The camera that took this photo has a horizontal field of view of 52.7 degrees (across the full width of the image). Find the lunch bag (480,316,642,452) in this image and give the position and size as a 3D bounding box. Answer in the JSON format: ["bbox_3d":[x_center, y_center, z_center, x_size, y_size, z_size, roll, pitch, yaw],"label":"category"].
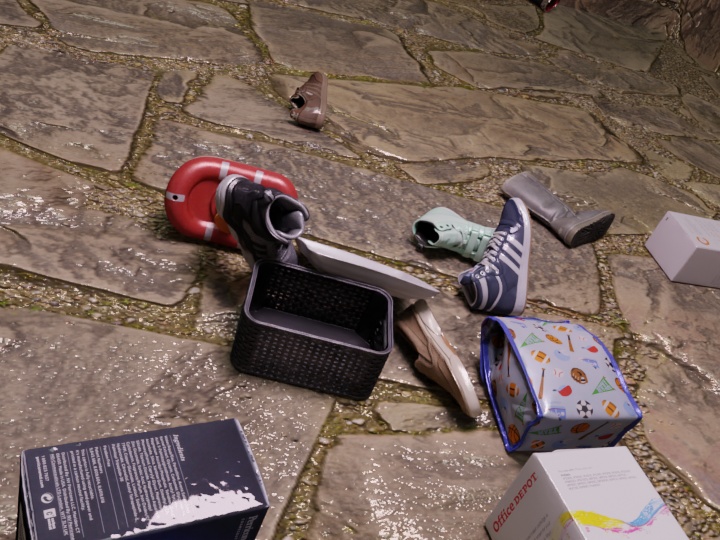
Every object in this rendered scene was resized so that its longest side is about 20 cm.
[{"bbox_3d":[0.272,0.154,1.044,0.169,0.124,0.200,5,46,-20],"label":"lunch bag"}]

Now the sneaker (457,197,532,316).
[{"bbox_3d":[0.224,-0.026,1.220,0.108,0.201,0.070,4,-4,-14],"label":"sneaker"}]

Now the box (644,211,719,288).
[{"bbox_3d":[0.740,-0.040,1.559,0.199,0.098,0.125,8,38,-20],"label":"box"}]

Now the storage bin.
[{"bbox_3d":[-0.064,0.079,0.988,0.199,0.094,0.135,15,37,-9],"label":"storage bin"}]

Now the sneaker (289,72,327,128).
[{"bbox_3d":[-0.114,-0.379,1.570,0.075,0.071,0.200,11,37,-14],"label":"sneaker"}]

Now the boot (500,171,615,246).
[{"bbox_3d":[0.422,-0.139,1.557,0.181,0.073,0.200,-12,41,-40],"label":"boot"}]

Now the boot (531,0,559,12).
[{"bbox_3d":[0.776,-1.155,2.954,0.154,0.203,0.073,55,12,32],"label":"boot"}]

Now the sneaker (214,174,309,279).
[{"bbox_3d":[-0.116,-0.046,1.016,0.114,0.200,0.076,15,58,38],"label":"sneaker"}]

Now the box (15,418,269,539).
[{"bbox_3d":[-0.203,0.233,0.668,0.199,0.148,0.104,-3,43,-30],"label":"box"}]

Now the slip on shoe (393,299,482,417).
[{"bbox_3d":[0.109,0.131,1.044,0.060,0.076,0.200,-28,58,1],"label":"slip on shoe"}]

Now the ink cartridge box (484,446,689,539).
[{"bbox_3d":[0.260,0.318,0.804,0.144,0.146,0.200,2,41,-26],"label":"ink cartridge box"}]

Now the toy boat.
[{"bbox_3d":[-0.194,-0.092,1.091,0.199,0.131,0.131,13,16,-11],"label":"toy boat"}]

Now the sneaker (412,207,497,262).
[{"bbox_3d":[0.185,-0.044,1.290,0.200,0.074,0.118,27,28,24],"label":"sneaker"}]

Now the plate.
[{"bbox_3d":[0.000,0.000,1.106,0.199,0.032,0.200,18,4,-15],"label":"plate"}]
